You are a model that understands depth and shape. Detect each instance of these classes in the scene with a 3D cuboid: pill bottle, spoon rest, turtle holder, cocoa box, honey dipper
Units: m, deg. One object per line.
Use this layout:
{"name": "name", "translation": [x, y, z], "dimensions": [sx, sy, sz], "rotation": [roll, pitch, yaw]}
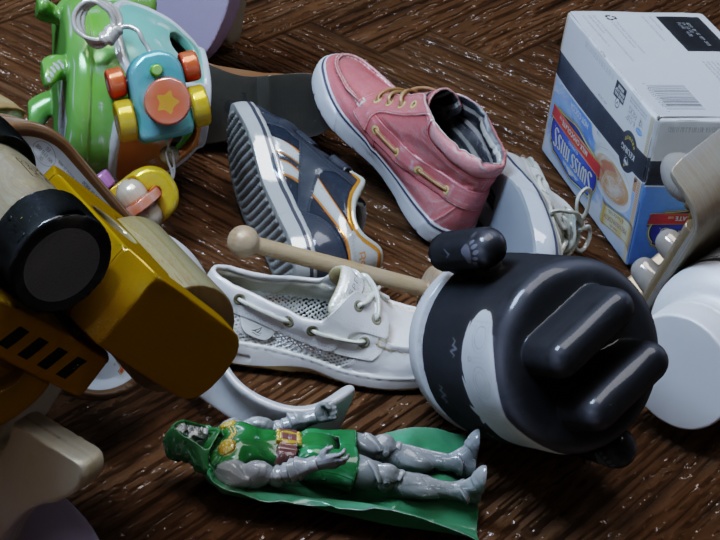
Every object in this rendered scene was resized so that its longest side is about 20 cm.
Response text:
{"name": "pill bottle", "translation": [0.272, 0.036, 1.417], "dimensions": [0.111, 0.112, 0.199], "rotation": [28, 35, 29]}
{"name": "spoon rest", "translation": [-0.099, 0.045, 1.320], "dimensions": [0.199, 0.100, 0.061], "rotation": [35, 41, 17]}
{"name": "turtle holder", "translation": [-0.188, -0.141, 1.561], "dimensions": [0.130, 0.142, 0.186], "rotation": [0, 18, -14]}
{"name": "cocoa box", "translation": [0.247, -0.109, 1.639], "dimensions": [0.132, 0.132, 0.200], "rotation": [-1, 31, -18]}
{"name": "honey dipper", "translation": [0.000, 0.000, 1.420], "dimensions": [0.198, 0.038, 0.038], "rotation": [16, 26, -22]}

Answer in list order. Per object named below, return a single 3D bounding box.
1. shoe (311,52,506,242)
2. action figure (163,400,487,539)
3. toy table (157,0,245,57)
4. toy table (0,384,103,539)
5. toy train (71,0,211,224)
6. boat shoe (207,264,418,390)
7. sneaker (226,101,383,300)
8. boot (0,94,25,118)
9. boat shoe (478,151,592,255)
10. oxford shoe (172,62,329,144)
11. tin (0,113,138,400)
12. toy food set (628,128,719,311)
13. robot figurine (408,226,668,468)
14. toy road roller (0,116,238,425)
{"name": "shoe", "translation": [0.040, -0.120, 1.577], "dimensions": [0.071, 0.091, 0.201], "rotation": [-12, 55, -39]}
{"name": "action figure", "translation": [-0.023, 0.117, 1.249], "dimensions": [0.198, 0.055, 0.118], "rotation": [5, 25, -7]}
{"name": "toy table", "translation": [-0.127, -0.274, 1.727], "dimensions": [0.183, 0.201, 0.117], "rotation": [37, 35, 17]}
{"name": "toy table", "translation": [-0.227, 0.109, 1.137], "dimensions": [0.198, 0.118, 0.184], "rotation": [20, 31, 14]}
{"name": "toy train", "translation": [-0.189, -0.088, 1.440], "dimensions": [0.149, 0.201, 0.056], "rotation": [27, -5, -14]}
{"name": "boat shoe", "translation": [-0.012, 0.032, 1.379], "dimensions": [0.198, 0.070, 0.071], "rotation": [5, 28, -10]}
{"name": "sneaker", "translation": [-0.043, -0.054, 1.513], "dimensions": [0.079, 0.079, 0.201], "rotation": [-7, 45, -18]}
{"name": "boot", "translation": [-0.337, -0.156, 1.617], "dimensions": [0.199, 0.067, 0.175], "rotation": [30, 48, 32]}
{"name": "boat shoe", "translation": [0.142, -0.037, 1.555], "dimensions": [0.085, 0.075, 0.202], "rotation": [7, 20, -13]}
{"name": "oxford shoe", "translation": [-0.120, -0.137, 1.661], "dimensions": [0.198, 0.072, 0.071], "rotation": [6, 4, -9]}
{"name": "tin", "translation": [-0.187, -0.005, 1.215], "dimensions": [0.112, 0.200, 0.042], "rotation": [-50, 35, -17]}
{"name": "toy food set", "translation": [0.247, -0.052, 1.448], "dimensions": [0.143, 0.200, 0.060], "rotation": [-37, 75, -24]}
{"name": "robot figurine", "translation": [0.112, 0.049, 1.288], "dimensions": [0.124, 0.152, 0.200], "rotation": [1, 1, -24]}
{"name": "toy road roller", "translation": [-0.178, 0.023, 1.094], "dimensions": [0.200, 0.146, 0.123], "rotation": [35, 6, -48]}
